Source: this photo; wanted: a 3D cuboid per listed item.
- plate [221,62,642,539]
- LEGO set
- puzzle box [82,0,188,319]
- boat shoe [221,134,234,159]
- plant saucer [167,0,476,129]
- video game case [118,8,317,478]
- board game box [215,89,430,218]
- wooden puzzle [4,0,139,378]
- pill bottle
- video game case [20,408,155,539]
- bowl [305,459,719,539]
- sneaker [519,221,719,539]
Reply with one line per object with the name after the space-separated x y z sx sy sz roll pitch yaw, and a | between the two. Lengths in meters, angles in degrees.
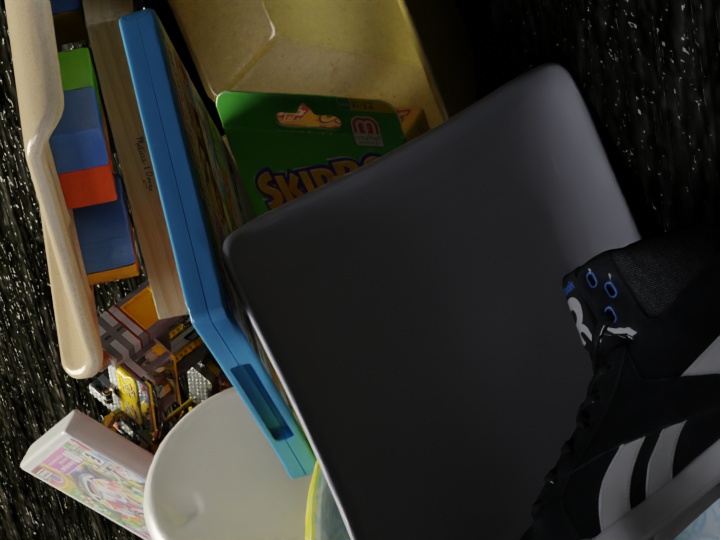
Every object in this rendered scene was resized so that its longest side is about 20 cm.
0.048 0.039 1.216 0.032 0.200 0.200 -12 104 57 | plate
-0.081 0.087 1.604 0.154 0.116 0.200 43 154 19 | LEGO set
-0.116 -0.091 1.481 0.133 0.025 0.200 -104 3 -46 | puzzle box
0.000 0.000 1.409 0.073 0.065 0.200 2 132 53 | boat shoe
-0.030 -0.155 1.308 0.200 0.048 0.200 17 137 51 | plant saucer
-0.058 -0.007 1.246 0.200 0.018 0.144 65 -171 -66 | video game case
0.004 -0.005 1.323 0.095 0.030 0.200 5 134 29 | board game box
-0.144 -0.075 1.433 0.200 0.046 0.186 88 171 -51 | wooden puzzle
-0.023 0.151 1.415 0.113 0.113 0.200 34 161 35 | pill bottle
-0.090 0.144 1.617 0.200 0.018 0.143 31 162 -8 | video game case
0.062 0.128 1.300 0.200 0.200 0.108 52 160 4 | bowl
0.101 0.060 1.196 0.112 0.200 0.073 50 171 16 | sneaker
